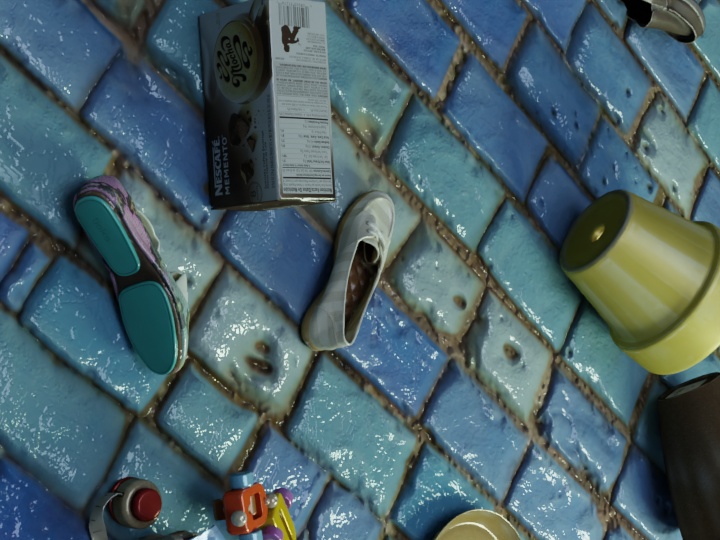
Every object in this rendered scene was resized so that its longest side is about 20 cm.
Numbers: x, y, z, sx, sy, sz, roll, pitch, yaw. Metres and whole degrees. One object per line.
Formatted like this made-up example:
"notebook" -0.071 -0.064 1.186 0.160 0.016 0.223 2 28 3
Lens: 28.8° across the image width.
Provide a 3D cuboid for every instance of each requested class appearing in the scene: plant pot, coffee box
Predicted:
"plant pot" 0.127 0.379 1.635 0.199 0.027 0.201 5 83 -43
"plant pot" 0.485 0.248 1.901 0.186 0.187 0.201 -24 89 -42
"plant pot" 0.364 0.000 1.789 0.189 0.201 0.201 36 63 -18
"coffee box" -0.093 -0.163 1.404 0.080 0.113 0.201 -3 90 -43

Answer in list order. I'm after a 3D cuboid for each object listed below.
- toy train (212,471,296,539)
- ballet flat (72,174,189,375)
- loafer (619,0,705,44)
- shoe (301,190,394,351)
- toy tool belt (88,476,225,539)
"toy train" -0.103 0.289 1.376 0.150 0.055 0.201 -26 106 -74
"ballet flat" -0.205 -0.001 1.326 0.201 0.069 0.071 66 30 -17
"loafer" 0.395 -0.360 1.923 0.200 0.073 0.071 29 78 -33
"shoe" 0.000 0.000 1.521 0.070 0.053 0.201 40 61 -34
"toy tool belt" -0.160 0.288 1.301 0.125 0.123 0.201 -24 103 -42
